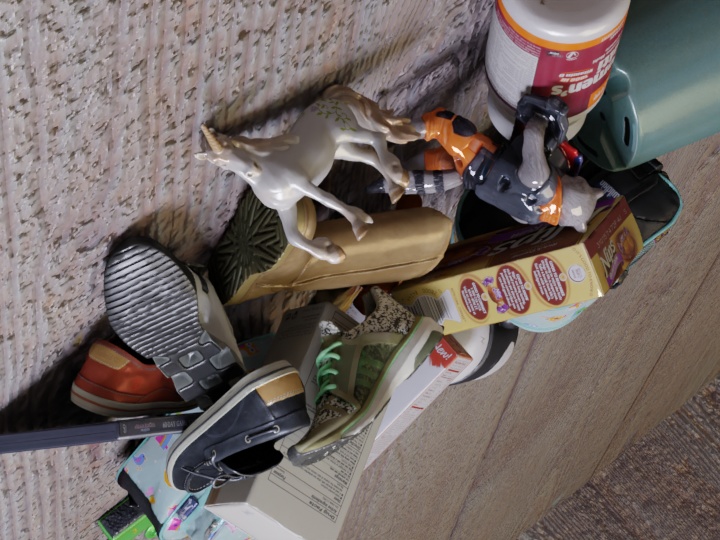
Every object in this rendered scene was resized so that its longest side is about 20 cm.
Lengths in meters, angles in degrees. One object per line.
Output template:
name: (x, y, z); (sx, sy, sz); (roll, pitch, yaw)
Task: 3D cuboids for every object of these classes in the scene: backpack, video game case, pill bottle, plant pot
backpack: (-0.109, 0.162, 1.676); (0.175, 0.153, 0.201); (-3, 130, -55)
backpack: (0.187, -0.043, 1.745); (0.200, 0.176, 0.153); (-42, 173, -19)
video game case: (-0.207, 0.134, 1.483); (0.142, 0.019, 0.200); (-8, 174, 24)
pill bottle: (0.161, -0.190, 1.501); (0.109, 0.110, 0.200); (-36, 160, -17)
plant pot: (0.285, -0.198, 1.642); (0.195, 0.201, 0.201); (-26, 157, -19)

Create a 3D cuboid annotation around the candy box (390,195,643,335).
candy box: (0.139, 0.000, 1.586); (0.199, 0.057, 0.117); (-17, -166, 33)

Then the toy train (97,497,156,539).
toy train: (-0.182, 0.216, 1.816); (0.200, 0.042, 0.057); (-38, 151, -15)

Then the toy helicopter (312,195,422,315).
toy helicopter: (0.000, 0.000, 1.690); (0.132, 0.079, 0.200); (-42, 175, -30)

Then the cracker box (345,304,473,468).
cracker box: (-0.004, 0.108, 1.787); (0.200, 0.134, 0.058); (-46, 160, 9)

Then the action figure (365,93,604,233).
action figure: (0.111, -0.073, 1.524); (0.200, 0.192, 0.105); (80, 30, -61)

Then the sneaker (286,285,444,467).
sneaker: (-0.015, 0.087, 1.516); (0.200, 0.089, 0.077); (-47, -178, -40)

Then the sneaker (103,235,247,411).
sneaker: (-0.153, 0.026, 1.422); (0.074, 0.089, 0.201); (-20, 139, 6)

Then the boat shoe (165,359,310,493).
boat shoe: (-0.100, 0.142, 1.450); (0.074, 0.063, 0.200); (-19, 163, -40)

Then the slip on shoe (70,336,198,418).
slip on shoe: (-0.172, 0.080, 1.492); (0.200, 0.074, 0.062); (-3, 113, -67)

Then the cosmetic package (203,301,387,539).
cosmetic package: (-0.047, 0.140, 1.561); (0.071, 0.105, 0.201); (-13, -134, 52)

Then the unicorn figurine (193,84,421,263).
unicorn figurine: (-0.041, -0.078, 1.344); (0.074, 0.137, 0.200); (-48, 180, 36)

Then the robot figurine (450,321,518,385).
robot figurine: (0.097, 0.057, 1.894); (0.150, 0.125, 0.200); (-49, 165, 15)

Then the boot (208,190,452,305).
boot: (-0.011, -0.031, 1.478); (0.199, 0.067, 0.175); (-7, 164, -30)
